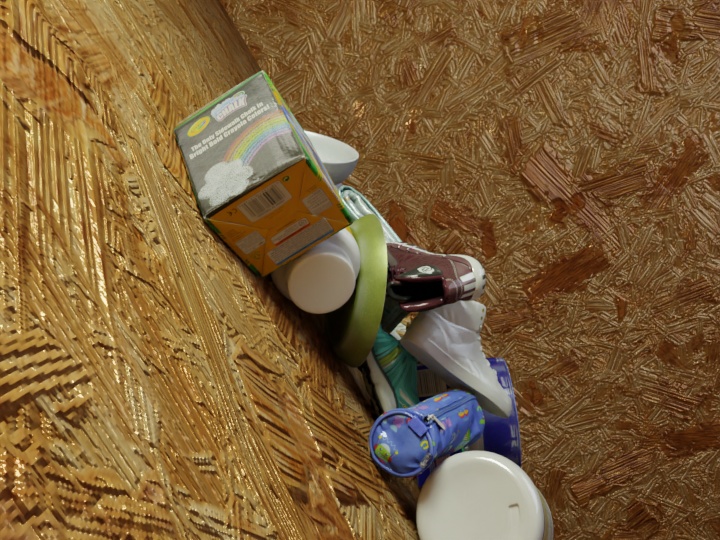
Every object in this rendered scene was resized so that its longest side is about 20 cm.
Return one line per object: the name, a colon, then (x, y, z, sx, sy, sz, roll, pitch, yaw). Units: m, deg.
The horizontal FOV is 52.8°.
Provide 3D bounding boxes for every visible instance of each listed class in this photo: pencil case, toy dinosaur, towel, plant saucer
pencil case: (0.088, 0.192, 0.883, 0.078, 0.087, 0.200, 53, 22, 19)
toy dinosaur: (0.035, 0.096, 1.235, 0.200, 0.105, 0.061, 112, -16, -73)
towel: (0.000, 0.000, 1.063, 0.048, 0.171, 0.200, -27, 72, -43)
plant saucer: (-0.013, 0.024, 0.942, 0.200, 0.031, 0.201, -172, -90, -73)

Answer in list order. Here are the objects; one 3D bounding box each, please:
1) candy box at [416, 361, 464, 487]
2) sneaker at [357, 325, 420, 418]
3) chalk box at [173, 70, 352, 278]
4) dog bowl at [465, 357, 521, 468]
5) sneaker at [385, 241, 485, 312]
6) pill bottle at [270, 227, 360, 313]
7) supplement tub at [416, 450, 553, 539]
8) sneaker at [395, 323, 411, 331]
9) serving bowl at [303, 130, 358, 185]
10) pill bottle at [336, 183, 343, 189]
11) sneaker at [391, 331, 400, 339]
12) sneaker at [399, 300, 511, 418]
candy box: (0.115, 0.218, 1.102, 0.200, 0.076, 0.170, 20, 62, -83)
sneaker: (0.037, 0.122, 0.988, 0.077, 0.079, 0.201, 166, -96, -75)
chalk box: (-0.115, -0.119, 0.803, 0.124, 0.124, 0.201, 53, 9, -51)
dog bowl: (0.204, 0.243, 1.177, 0.200, 0.078, 0.202, -6, 90, -87)
sneaker: (0.047, 0.009, 0.913, 0.115, 0.199, 0.076, -17, 105, -49)
pill bottle: (-0.063, -0.032, 0.890, 0.109, 0.109, 0.200, 56, 5, -31)
supplement tub: (0.157, 0.307, 0.881, 0.146, 0.145, 0.200, 62, 5, 30)
sneaker: (0.039, 0.113, 1.394, 0.200, 0.069, 0.100, 46, -30, 24)
serving bowl: (-0.105, -0.179, 1.187, 0.200, 0.199, 0.066, -112, -147, -63)
pill bottle: (-0.036, -0.048, 1.257, 0.201, 0.112, 0.112, 59, 4, -13)
sneaker: (0.045, 0.158, 1.227, 0.200, 0.077, 0.082, 44, -27, -29)
sneaker: (0.155, 0.106, 0.981, 0.200, 0.116, 0.074, 42, -23, -23)
